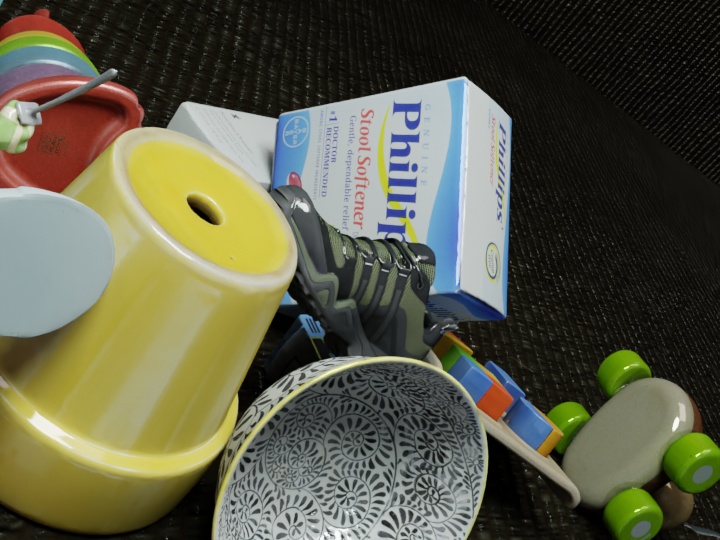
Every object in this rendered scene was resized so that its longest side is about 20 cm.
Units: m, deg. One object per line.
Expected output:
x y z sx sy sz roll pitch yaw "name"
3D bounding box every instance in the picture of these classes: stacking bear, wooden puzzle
-0.260 -0.146 0.785 0.112 0.122 0.201 12 29 -30 "stacking bear"
0.116 0.112 0.889 0.200 0.046 0.185 43 4 -21 "wooden puzzle"

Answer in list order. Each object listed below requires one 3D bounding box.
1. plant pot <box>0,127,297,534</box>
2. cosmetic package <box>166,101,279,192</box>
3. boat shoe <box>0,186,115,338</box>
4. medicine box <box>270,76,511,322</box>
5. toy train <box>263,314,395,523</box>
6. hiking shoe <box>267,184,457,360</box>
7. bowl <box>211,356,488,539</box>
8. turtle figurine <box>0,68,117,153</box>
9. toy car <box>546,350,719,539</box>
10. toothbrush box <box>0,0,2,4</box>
-0.141 0.025 0.593 0.199 0.189 0.202 33 26 -19 "plant pot"
-0.099 -0.092 0.951 0.113 0.081 0.199 51 28 21 "cosmetic package"
-0.212 -0.008 0.432 0.090 0.072 0.199 16 14 32 "boat shoe"
0.025 -0.051 0.838 0.103 0.198 0.185 23 66 -53 "medicine box"
0.005 0.126 0.769 0.113 0.087 0.201 2 48 -40 "toy train"
0.000 0.000 0.686 0.076 0.100 0.201 37 -16 47 "hiking shoe"
-0.020 0.135 0.639 0.199 0.203 0.094 23 5 -33 "bowl"
-0.248 -0.153 0.606 0.144 0.200 0.194 43 -3 -29 "turtle figurine"
0.318 0.215 1.009 0.199 0.158 0.165 38 13 -34 "toy car"
-0.350 -0.299 0.779 0.147 0.200 0.085 47 26 10 "toothbrush box"
